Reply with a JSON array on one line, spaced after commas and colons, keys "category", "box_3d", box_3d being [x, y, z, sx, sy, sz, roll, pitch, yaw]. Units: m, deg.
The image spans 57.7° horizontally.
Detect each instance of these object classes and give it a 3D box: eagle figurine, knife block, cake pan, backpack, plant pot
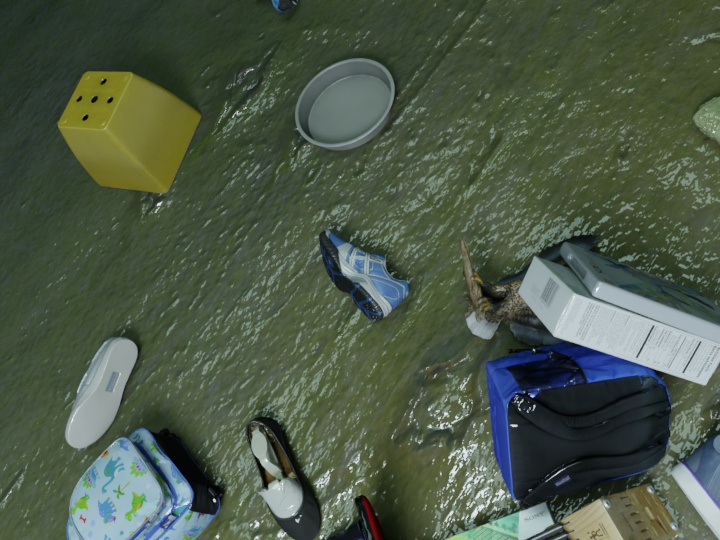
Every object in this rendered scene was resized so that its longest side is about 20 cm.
[{"category": "eagle figurine", "box_3d": [0.247, 0.031, 0.923, 0.199, 0.151, 0.152, -3, 106, -11]}, {"category": "knife block", "box_3d": [0.255, 0.328, 0.770, 0.176, 0.200, 0.064, -46, 54, 32]}, {"category": "cake pan", "box_3d": [-0.026, -0.308, 1.230, 0.200, 0.037, 0.201, -9, 63, 19]}, {"category": "backpack", "box_3d": [-0.342, 0.359, 0.979, 0.183, 0.147, 0.200, 37, 86, 34]}, {"category": "plant pot", "box_3d": [-0.482, -0.296, 1.331, 0.199, 0.176, 0.200, 9, 69, 26]}, {"category": "backpack", "box_3d": [0.261, 0.163, 0.802, 0.199, 0.163, 0.168, -10, 26, 0]}]

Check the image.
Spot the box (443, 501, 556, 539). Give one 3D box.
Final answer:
[{"category": "box", "box_3d": [0.202, 0.405, 0.797, 0.144, 0.036, 0.200, -25, 57, 10]}]

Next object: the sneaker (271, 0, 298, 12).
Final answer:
[{"category": "sneaker", "box_3d": [-0.200, -0.627, 1.448, 0.090, 0.078, 0.200, -40, 52, 23]}]

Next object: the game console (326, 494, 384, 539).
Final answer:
[{"category": "game console", "box_3d": [-0.007, 0.411, 0.810, 0.118, 0.173, 0.200, -19, 54, -4]}]

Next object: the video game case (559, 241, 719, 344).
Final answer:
[{"category": "video game case", "box_3d": [0.356, 0.028, 0.797, 0.200, 0.182, 0.022, 21, 107, -1]}]

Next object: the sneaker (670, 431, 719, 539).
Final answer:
[{"category": "sneaker", "box_3d": [0.468, 0.265, 0.727, 0.146, 0.081, 0.200, -36, 52, 8]}]

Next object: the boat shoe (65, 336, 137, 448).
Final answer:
[{"category": "boat shoe", "box_3d": [-0.465, 0.209, 1.151, 0.068, 0.072, 0.201, 4, 73, 47]}]

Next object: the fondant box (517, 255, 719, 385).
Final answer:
[{"category": "fondant box", "box_3d": [0.309, 0.057, 0.793, 0.200, 0.144, 0.058, 19, 106, -10]}]

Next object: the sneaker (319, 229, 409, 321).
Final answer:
[{"category": "sneaker", "box_3d": [0.000, 0.000, 1.063, 0.077, 0.076, 0.200, -29, 56, -19]}]

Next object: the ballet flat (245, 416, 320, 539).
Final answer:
[{"category": "ballet flat", "box_3d": [-0.125, 0.304, 0.961, 0.068, 0.068, 0.200, -35, 58, 3]}]

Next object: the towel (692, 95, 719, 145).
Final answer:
[{"category": "towel", "box_3d": [0.603, -0.223, 0.931, 0.200, 0.036, 0.149, -29, 59, 7]}]
